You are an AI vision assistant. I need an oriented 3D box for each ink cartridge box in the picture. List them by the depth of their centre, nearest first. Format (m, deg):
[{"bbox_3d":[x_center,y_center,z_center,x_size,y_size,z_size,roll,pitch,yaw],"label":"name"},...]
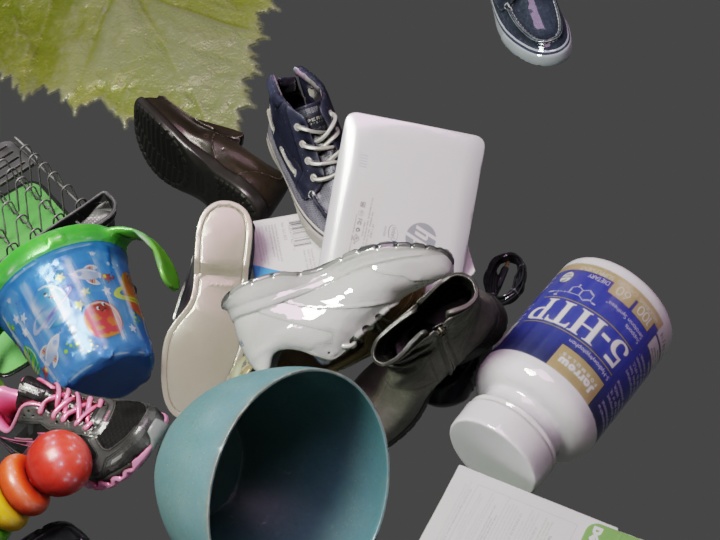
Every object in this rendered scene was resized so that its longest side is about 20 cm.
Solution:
[{"bbox_3d":[0.148,0.247,1.455,0.199,0.060,0.104,20,55,18],"label":"ink cartridge box"},{"bbox_3d":[0.000,0.000,1.662,0.198,0.068,0.116,-10,50,-4],"label":"ink cartridge box"}]

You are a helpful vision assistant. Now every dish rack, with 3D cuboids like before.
[{"bbox_3d":[-0.345,-0.058,1.733,0.153,0.055,0.200,-35,57,-24],"label":"dish rack"}]

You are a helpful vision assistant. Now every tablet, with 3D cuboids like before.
[{"bbox_3d":[0.033,-0.032,1.598,0.129,0.014,0.202,11,88,-4],"label":"tablet"}]

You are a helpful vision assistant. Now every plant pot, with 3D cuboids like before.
[{"bbox_3d":[-0.091,0.171,1.469,0.134,0.201,0.200,9,46,45],"label":"plant pot"}]

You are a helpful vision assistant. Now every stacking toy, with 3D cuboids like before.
[{"bbox_3d":[-0.304,0.196,1.461,0.199,0.085,0.086,-30,50,14],"label":"stacking toy"}]

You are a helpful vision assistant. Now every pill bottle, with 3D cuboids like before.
[{"bbox_3d":[0.170,0.094,1.542,0.119,0.120,0.200,28,58,24],"label":"pill bottle"}]

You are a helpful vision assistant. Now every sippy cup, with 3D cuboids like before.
[{"bbox_3d":[-0.250,0.050,1.598,0.139,0.178,0.131,-6,56,-40],"label":"sippy cup"}]

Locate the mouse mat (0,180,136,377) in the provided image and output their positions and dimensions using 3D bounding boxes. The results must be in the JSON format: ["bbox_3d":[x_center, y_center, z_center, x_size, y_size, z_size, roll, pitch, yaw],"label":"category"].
[{"bbox_3d":[-0.329,0.004,1.719,0.160,0.008,0.200,-32,57,-21],"label":"mouse mat"}]

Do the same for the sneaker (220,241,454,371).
[{"bbox_3d":[-0.013,0.029,1.498,0.199,0.075,0.088,-18,85,7],"label":"sneaker"}]

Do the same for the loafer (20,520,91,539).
[{"bbox_3d":[-0.295,0.280,1.449,0.200,0.068,0.070,-35,47,-27],"label":"loafer"}]

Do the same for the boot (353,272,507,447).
[{"bbox_3d":[0.032,0.077,1.515,0.200,0.131,0.068,-44,69,9],"label":"boot"}]

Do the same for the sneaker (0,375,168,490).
[{"bbox_3d":[-0.248,0.128,1.507,0.199,0.096,0.079,-8,38,40],"label":"sneaker"}]

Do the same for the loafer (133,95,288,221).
[{"bbox_3d":[-0.148,-0.111,1.770,0.071,0.073,0.200,-33,60,-33],"label":"loafer"}]

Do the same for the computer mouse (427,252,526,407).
[{"bbox_3d":[0.107,0.056,1.639,0.058,0.034,0.200,5,43,33],"label":"computer mouse"}]

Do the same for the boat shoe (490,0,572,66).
[{"bbox_3d":[0.169,-0.309,1.891,0.070,0.091,0.201,-16,51,-9],"label":"boat shoe"}]

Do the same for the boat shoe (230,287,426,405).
[{"bbox_3d":[-0.025,0.058,1.554,0.200,0.063,0.073,-38,91,-3],"label":"boat shoe"}]

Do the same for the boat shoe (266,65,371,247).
[{"bbox_3d":[-0.037,-0.102,1.647,0.074,0.093,0.200,-23,50,-16],"label":"boat shoe"}]

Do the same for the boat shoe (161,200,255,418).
[{"bbox_3d":[-0.134,0.039,1.624,0.072,0.063,0.201,11,82,0],"label":"boat shoe"}]
